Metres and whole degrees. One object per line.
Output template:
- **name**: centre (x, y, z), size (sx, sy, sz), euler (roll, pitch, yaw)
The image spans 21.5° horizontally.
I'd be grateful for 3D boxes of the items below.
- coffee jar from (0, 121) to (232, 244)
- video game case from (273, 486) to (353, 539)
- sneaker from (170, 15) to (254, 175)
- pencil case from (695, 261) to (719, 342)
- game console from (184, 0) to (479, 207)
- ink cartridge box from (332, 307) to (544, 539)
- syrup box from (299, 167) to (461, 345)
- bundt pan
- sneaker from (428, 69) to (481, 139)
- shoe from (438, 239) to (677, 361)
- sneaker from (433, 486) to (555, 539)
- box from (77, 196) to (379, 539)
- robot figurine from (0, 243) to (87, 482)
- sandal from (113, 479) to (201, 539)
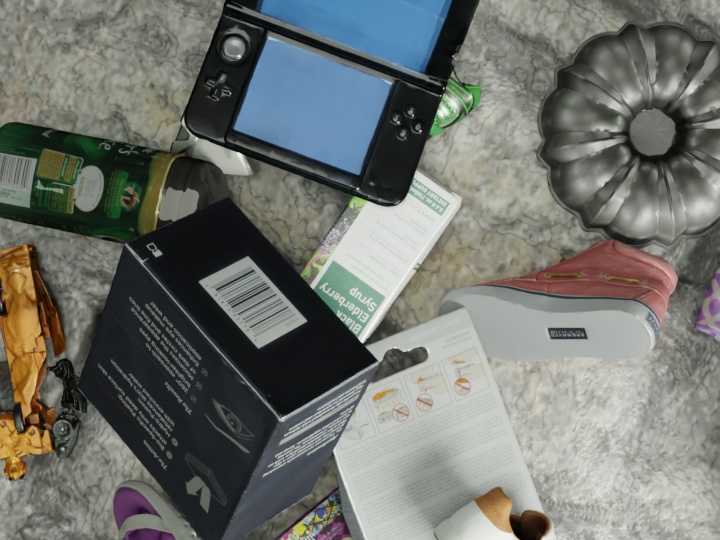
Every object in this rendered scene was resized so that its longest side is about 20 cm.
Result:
- **coffee jar**: centre (-0.213, -0.068, 1.624), size (0.199, 0.104, 0.086), euler (12, 89, 11)
- **video game case**: centre (-0.025, 0.306, 1.623), size (0.200, 0.036, 0.182), euler (-38, 90, -23)
- **sneaker**: centre (-0.089, -0.177, 1.647), size (0.088, 0.074, 0.201), euler (22, 101, 3)
- **pencil case**: centre (0.356, -0.020, 1.615), size (0.083, 0.086, 0.201), euler (22, 93, -3)
- **game console**: centre (-0.027, -0.171, 1.545), size (0.199, 0.116, 0.177), euler (20, 80, 0)
- **ink cartridge box**: centre (0.051, 0.153, 1.624), size (0.159, 0.047, 0.201), euler (-21, 91, -16)
- **syrup box**: centre (0.000, 0.000, 1.637), size (0.079, 0.081, 0.201), euler (35, 91, 4)
- **bundt pan**: centre (0.251, -0.118, 1.625), size (0.200, 0.076, 0.204), euler (0, 90, 2)
- **sneaker**: centre (0.040, -0.216, 1.644), size (0.085, 0.078, 0.201), euler (-24, 98, -4)
- **shoe**: centre (0.171, 0.025, 1.638), size (0.199, 0.091, 0.072), euler (2, 128, 28)
- **sneaker**: centre (0.147, 0.259, 1.599), size (0.085, 0.073, 0.200), euler (-40, 125, -1)
- **box**: centre (-0.113, 0.085, 1.553), size (0.117, 0.200, 0.197), euler (-27, 66, -38)
- **robot figurine**: centre (-0.315, 0.084, 1.666), size (0.144, 0.058, 0.202), euler (-10, 89, 3)
- **sandal**: centre (-0.175, 0.233, 1.595), size (0.050, 0.202, 0.083), euler (-18, 112, -26)
